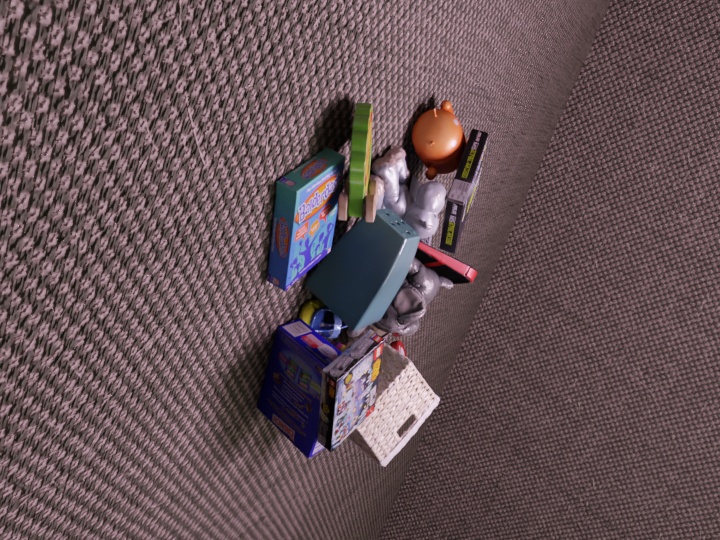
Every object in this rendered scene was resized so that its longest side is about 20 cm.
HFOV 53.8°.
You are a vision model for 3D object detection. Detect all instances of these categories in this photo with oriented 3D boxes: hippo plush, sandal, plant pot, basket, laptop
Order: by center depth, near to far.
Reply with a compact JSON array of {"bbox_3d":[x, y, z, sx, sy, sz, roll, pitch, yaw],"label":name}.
[{"bbox_3d":[0.020,-0.013,1.399,0.202,0.141,0.141,-54,165,20],"label":"plant pot"},{"bbox_3d":[0.089,-0.136,1.463,0.204,0.158,0.159,-64,162,3],"label":"hippo plush"},{"bbox_3d":[-0.053,0.094,1.505,0.199,0.086,0.081,-35,145,-59],"label":"sandal"},{"bbox_3d":[0.027,0.268,1.543,0.198,0.199,0.162,-45,129,-14],"label":"basket"},{"bbox_3d":[0.182,-0.098,1.700,0.187,0.113,0.205,39,60,-58],"label":"laptop"}]

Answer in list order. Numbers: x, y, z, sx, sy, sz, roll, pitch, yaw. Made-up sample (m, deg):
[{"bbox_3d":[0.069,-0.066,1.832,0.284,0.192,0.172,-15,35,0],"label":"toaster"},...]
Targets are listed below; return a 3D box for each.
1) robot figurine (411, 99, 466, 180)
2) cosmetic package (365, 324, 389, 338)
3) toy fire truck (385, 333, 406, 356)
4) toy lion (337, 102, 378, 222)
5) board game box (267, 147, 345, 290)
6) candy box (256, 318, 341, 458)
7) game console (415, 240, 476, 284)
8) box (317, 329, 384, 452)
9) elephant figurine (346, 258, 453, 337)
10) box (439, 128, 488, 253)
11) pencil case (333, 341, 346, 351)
[{"bbox_3d":[0.177,-0.283,1.575,0.143,0.117,0.200,-41,163,6],"label":"robot figurine"},{"bbox_3d":[0.060,0.058,1.671,0.103,0.086,0.202,-41,-163,55],"label":"cosmetic package"},{"bbox_3d":[0.035,0.155,1.748,0.168,0.109,0.205,48,34,-54],"label":"toy fire truck"},{"bbox_3d":[0.001,-0.194,1.244,0.201,0.067,0.197,-78,172,-72],"label":"toy lion"},{"bbox_3d":[-0.093,-0.088,1.213,0.152,0.044,0.204,-44,152,-46],"label":"board game box"},{"bbox_3d":[-0.110,0.230,1.394,0.076,0.168,0.204,-13,130,-49],"label":"candy box"},{"bbox_3d":[0.154,-0.021,1.582,0.032,0.174,0.200,-63,-167,-11],"label":"game console"},{"bbox_3d":[-0.019,0.224,1.313,0.136,0.039,0.203,-37,146,-39],"label":"box"},{"bbox_3d":[0.086,0.081,1.548,0.141,0.152,0.204,41,60,-44],"label":"elephant figurine"},{"bbox_3d":[0.228,-0.173,1.569,0.195,0.046,0.203,84,25,-59],"label":"box"},{"bbox_3d":[-0.084,0.260,1.648,0.201,0.087,0.089,-51,158,-33],"label":"pencil case"}]
